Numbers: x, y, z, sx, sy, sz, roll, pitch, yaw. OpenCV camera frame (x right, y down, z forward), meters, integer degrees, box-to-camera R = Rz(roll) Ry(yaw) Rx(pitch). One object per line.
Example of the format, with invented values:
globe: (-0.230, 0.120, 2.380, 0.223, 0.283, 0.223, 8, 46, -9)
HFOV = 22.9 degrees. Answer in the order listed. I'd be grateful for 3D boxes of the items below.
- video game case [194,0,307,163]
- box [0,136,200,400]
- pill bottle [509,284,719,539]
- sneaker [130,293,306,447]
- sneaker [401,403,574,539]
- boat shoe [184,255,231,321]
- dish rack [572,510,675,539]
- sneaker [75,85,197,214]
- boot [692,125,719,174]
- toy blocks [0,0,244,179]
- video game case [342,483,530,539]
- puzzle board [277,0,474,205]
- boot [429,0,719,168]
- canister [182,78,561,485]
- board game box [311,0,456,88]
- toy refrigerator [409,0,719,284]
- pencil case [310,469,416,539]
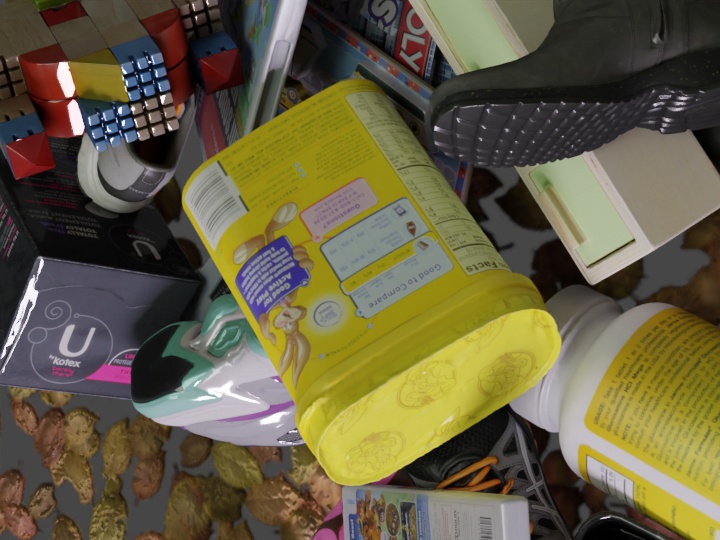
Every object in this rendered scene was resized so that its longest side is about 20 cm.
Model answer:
video game case: (-0.070, -0.141, 1.108, 0.143, 0.017, 0.200, -107, 28, -49)
box: (-0.211, -0.011, 1.227, 0.200, 0.122, 0.106, 53, 126, 49)
pill bottle: (0.185, 0.087, 0.983, 0.200, 0.112, 0.113, 29, 112, 31)
sneaker: (-0.034, 0.059, 1.137, 0.200, 0.140, 0.078, -24, 50, 32)
sneaker: (0.082, 0.144, 1.038, 0.078, 0.077, 0.200, -31, 112, 12)
boat shoe: (-0.076, 0.013, 1.198, 0.074, 0.068, 0.199, 57, 136, 23)
dish rack: (0.150, 0.249, 0.947, 0.153, 0.055, 0.200, 26, 83, 23)
sneaker: (-0.135, -0.139, 1.195, 0.079, 0.074, 0.200, -17, 63, 56)
boot: (0.218, -0.053, 0.975, 0.138, 0.077, 0.200, -34, 62, 39)
toy blocks: (-0.153, -0.124, 1.066, 0.137, 0.200, 0.100, -127, 21, -52)
video game case: (0.041, 0.194, 0.995, 0.200, 0.018, 0.143, 170, 97, -64)
puzzle board: (-0.009, -0.081, 1.130, 0.200, 0.017, 0.151, 39, 139, 30)
boot: (0.110, -0.130, 0.916, 0.068, 0.200, 0.131, 123, 132, -60)
canister: (0.000, 0.000, 1.000, 0.148, 0.087, 0.200, -31, 55, -2)
board game box: (0.058, -0.186, 1.080, 0.200, 0.062, 0.200, 23, 109, 34)
toy refrigerator: (0.109, -0.098, 0.973, 0.200, 0.070, 0.076, 58, 155, 2)
pencil case: (0.027, 0.123, 1.124, 0.094, 0.091, 0.200, 34, 116, 27)
